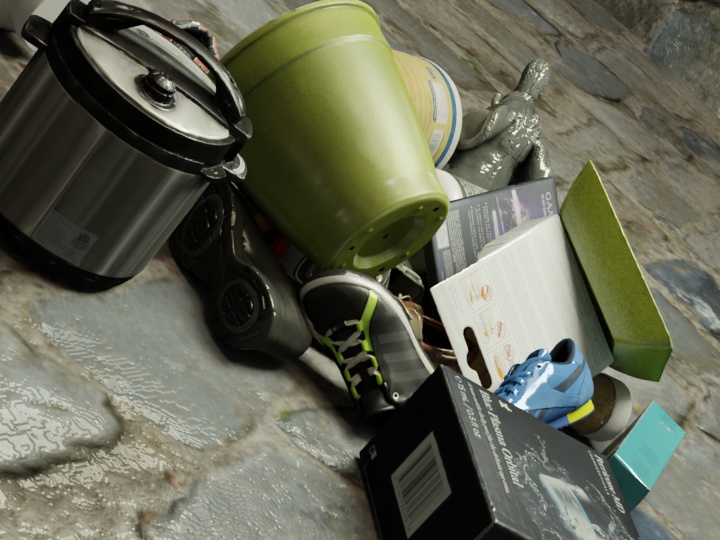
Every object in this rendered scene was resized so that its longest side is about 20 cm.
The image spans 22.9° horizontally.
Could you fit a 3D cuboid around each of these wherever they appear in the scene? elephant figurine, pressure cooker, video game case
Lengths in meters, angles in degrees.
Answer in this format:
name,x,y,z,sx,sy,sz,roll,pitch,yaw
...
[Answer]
name,x,y,z,sx,sy,sz,roll,pitch,yaw
elephant figurine,0.153,-0.139,2.022,0.156,0.200,0.141,55,18,27
pressure cooker,-0.192,-0.108,1.398,0.175,0.200,0.179,6,39,-54
video game case,0.141,-0.010,1.817,0.199,0.019,0.144,-16,100,-44

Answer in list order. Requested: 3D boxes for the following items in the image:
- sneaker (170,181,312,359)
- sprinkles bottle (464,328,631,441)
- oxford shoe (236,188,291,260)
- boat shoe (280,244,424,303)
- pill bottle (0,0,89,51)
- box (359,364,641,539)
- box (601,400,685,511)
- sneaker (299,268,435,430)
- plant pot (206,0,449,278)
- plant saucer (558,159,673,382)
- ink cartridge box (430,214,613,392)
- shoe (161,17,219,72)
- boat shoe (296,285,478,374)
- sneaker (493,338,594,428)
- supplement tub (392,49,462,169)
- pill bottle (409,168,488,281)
name,x,y,z,sx,sy,sz,roll,pitch,yaw
sneaker,-0.102,0.001,1.536,0.091,0.076,0.201,31,29,-48
sprinkles bottle,0.187,0.113,1.790,0.199,0.068,0.068,25,27,-36
oxford shoe,-0.057,-0.054,1.700,0.073,0.072,0.199,47,22,25
boat shoe,0.000,0.000,1.690,0.064,0.071,0.199,50,21,25
pill bottle,-0.330,-0.296,1.654,0.200,0.104,0.104,52,24,25
box,0.121,0.210,1.432,0.199,0.118,0.197,30,24,-28
box,0.260,0.195,1.738,0.049,0.082,0.200,44,22,7
sneaker,0.018,0.086,1.521,0.200,0.071,0.083,50,30,-21
plant pot,-0.021,-0.100,1.565,0.200,0.200,0.194,3,49,-57
plant saucer,0.246,0.013,1.782,0.200,0.047,0.202,69,-1,-75
ink cartridge box,0.145,0.056,1.692,0.199,0.047,0.161,-28,100,-40
shoe,-0.195,-0.181,1.678,0.071,0.091,0.200,39,22,-4
boat shoe,0.026,0.052,1.630,0.199,0.072,0.076,27,26,-33
sneaker,0.138,0.119,1.595,0.199,0.066,0.079,-25,108,-44
supplement tub,0.005,-0.173,1.927,0.145,0.145,0.199,51,23,25
pill bottle,0.092,-0.040,1.862,0.199,0.114,0.114,21,29,-41
